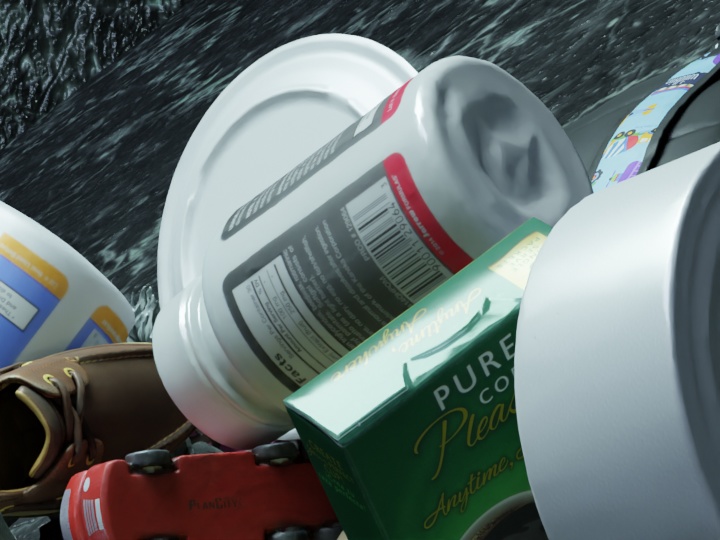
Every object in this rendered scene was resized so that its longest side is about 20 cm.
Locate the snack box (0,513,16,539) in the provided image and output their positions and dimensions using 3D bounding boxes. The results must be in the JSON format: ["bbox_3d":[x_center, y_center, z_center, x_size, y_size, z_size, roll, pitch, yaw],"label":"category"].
[{"bbox_3d":[-0.153,0.198,1.214,0.116,0.200,0.037,-45,-26,22],"label":"snack box"}]

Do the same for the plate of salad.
[{"bbox_3d":[-0.022,-0.015,1.467,0.200,0.201,0.048,-23,-25,37],"label":"plate of salad"}]

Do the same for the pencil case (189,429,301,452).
[{"bbox_3d":[-0.052,0.069,1.726,0.086,0.083,0.200,9,29,17],"label":"pencil case"}]

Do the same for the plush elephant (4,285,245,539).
[{"bbox_3d":[-0.114,0.131,1.543,0.200,0.164,0.155,-62,36,33],"label":"plush elephant"}]

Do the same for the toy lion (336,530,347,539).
[{"bbox_3d":[-0.022,0.193,1.264,0.192,0.069,0.200,-40,12,2],"label":"toy lion"}]

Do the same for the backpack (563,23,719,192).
[{"bbox_3d":[0.138,-0.010,1.432,0.182,0.135,0.200,-25,16,30],"label":"backpack"}]

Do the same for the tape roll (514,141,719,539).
[{"bbox_3d":[0.144,0.055,1.036,0.071,0.203,0.202,-21,17,40],"label":"tape roll"}]

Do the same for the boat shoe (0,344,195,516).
[{"bbox_3d":[-0.150,0.078,1.386,0.200,0.072,0.068,-15,-2,-34],"label":"boat shoe"}]

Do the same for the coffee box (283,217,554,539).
[{"bbox_3d":[0.061,0.092,1.104,0.123,0.200,0.044,-37,37,-15],"label":"coffee box"}]

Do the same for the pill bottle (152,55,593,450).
[{"bbox_3d":[0.000,0.000,1.338,0.200,0.111,0.111,-35,9,34],"label":"pill bottle"}]

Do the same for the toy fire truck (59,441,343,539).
[{"bbox_3d":[-0.061,0.114,1.407,0.200,0.049,0.141,-2,-11,-32],"label":"toy fire truck"}]

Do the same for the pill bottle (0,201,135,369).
[{"bbox_3d":[-0.210,0.070,1.474,0.200,0.112,0.112,-54,18,-12],"label":"pill bottle"}]
